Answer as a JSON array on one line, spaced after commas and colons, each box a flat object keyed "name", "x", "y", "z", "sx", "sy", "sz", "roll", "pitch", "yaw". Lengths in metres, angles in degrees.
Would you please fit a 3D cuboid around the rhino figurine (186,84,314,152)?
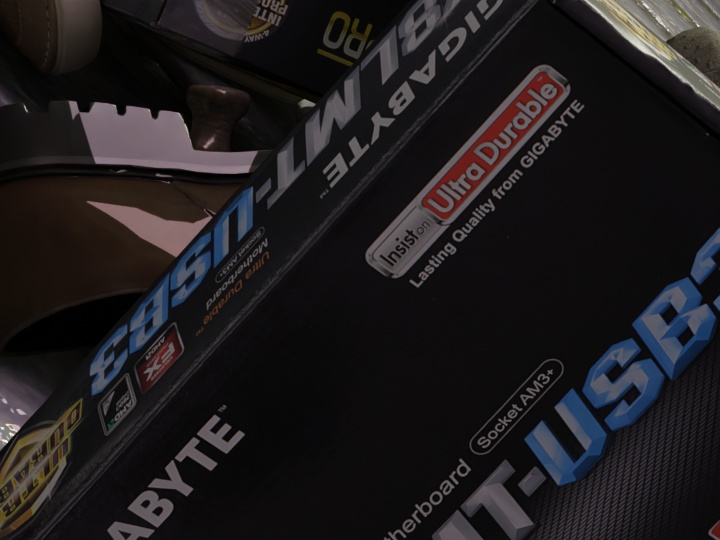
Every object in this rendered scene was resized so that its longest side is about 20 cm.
[{"name": "rhino figurine", "x": 0.000, "y": 0.000, "z": 0.825, "sx": 0.060, "sy": 0.088, "sz": 0.200, "roll": 8, "pitch": -6, "yaw": 31}]

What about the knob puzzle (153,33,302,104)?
[{"name": "knob puzzle", "x": -0.090, "y": -0.153, "z": 1.067, "sx": 0.220, "sy": 0.030, "sz": 0.220, "roll": 38, "pitch": 30, "yaw": -27}]

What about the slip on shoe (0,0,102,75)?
[{"name": "slip on shoe", "x": -0.162, "y": -0.148, "z": 0.841, "sx": 0.200, "sy": 0.061, "sz": 0.076, "roll": 59, "pitch": -26, "yaw": 10}]

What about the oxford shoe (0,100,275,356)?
[{"name": "oxford shoe", "x": -0.020, "y": 0.005, "z": 0.693, "sx": 0.200, "sy": 0.073, "sz": 0.085, "roll": 1, "pitch": 67, "yaw": -20}]

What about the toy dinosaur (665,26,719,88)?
[{"name": "toy dinosaur", "x": 0.117, "y": -0.033, "z": 0.772, "sx": 0.077, "sy": 0.102, "sz": 0.200, "roll": 7, "pitch": 33, "yaw": 5}]

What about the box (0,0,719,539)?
[{"name": "box", "x": 0.039, "y": 0.049, "z": 0.563, "sx": 0.198, "sy": 0.200, "sz": 0.050, "roll": 35, "pitch": 16, "yaw": -31}]

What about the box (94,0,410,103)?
[{"name": "box", "x": -0.023, "y": -0.089, "z": 0.872, "sx": 0.161, "sy": 0.049, "sz": 0.200, "roll": 24, "pitch": 2, "yaw": -24}]
